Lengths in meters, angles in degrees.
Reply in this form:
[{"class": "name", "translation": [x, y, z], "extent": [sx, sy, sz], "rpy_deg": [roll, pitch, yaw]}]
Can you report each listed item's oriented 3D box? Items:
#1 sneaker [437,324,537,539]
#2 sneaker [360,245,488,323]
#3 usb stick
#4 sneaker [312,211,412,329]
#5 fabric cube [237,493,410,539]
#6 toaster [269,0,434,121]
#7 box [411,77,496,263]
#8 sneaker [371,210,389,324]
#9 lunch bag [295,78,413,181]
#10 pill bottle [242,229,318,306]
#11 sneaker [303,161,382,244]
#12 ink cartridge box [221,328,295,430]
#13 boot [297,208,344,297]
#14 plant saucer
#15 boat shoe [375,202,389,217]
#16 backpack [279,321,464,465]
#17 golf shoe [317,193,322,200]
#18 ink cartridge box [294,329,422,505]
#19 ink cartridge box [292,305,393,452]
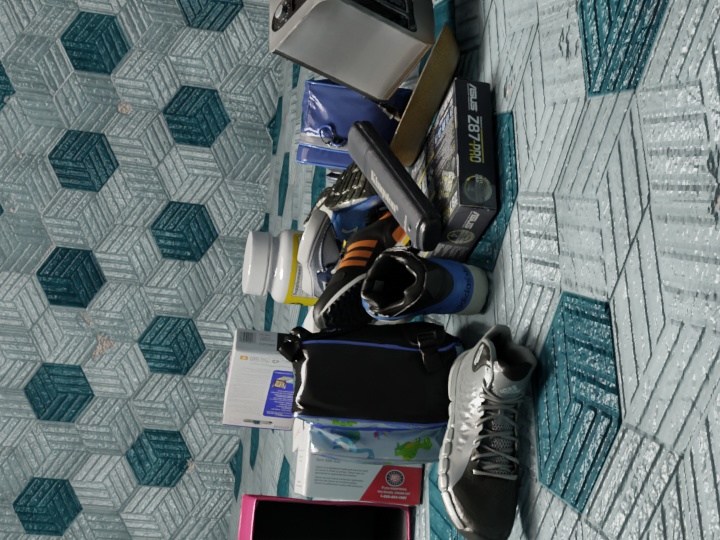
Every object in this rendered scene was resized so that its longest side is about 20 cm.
[{"class": "sneaker", "translation": [0.119, 0.136, 1.047], "extent": [0.116, 0.074, 0.201], "rpy_deg": [115, 159, -52]}, {"class": "sneaker", "translation": [0.035, 0.016, 1.266], "extent": [0.199, 0.111, 0.077], "rpy_deg": [1, 81, 56]}, {"class": "usb stick", "translation": [0.036, -0.098, 1.311], "extent": [0.200, 0.032, 0.056], "rpy_deg": [-123, 32, -42]}, {"class": "sneaker", "translation": [0.000, 0.000, 1.422], "extent": [0.090, 0.200, 0.070], "rpy_deg": [27, 146, 37]}, {"class": "fabric cube", "translation": [-0.055, 0.388, 1.472], "extent": [0.199, 0.198, 0.198], "rpy_deg": [135, 140, -75]}, {"class": "toaster", "translation": [-0.008, -0.315, 1.419], "extent": [0.119, 0.199, 0.182], "rpy_deg": [-43, 36, 40]}, {"class": "box", "translation": [0.101, -0.094, 1.321], "extent": [0.200, 0.049, 0.162], "rpy_deg": [116, 159, -61]}, {"class": "sneaker", "translation": [0.028, 0.006, 1.499], "extent": [0.201, 0.073, 0.071], "rpy_deg": [-56, -16, -21]}, {"class": "lunch bag", "translation": [-0.008, -0.190, 1.608], "extent": [0.200, 0.135, 0.134], "rpy_deg": [-33, -49, -72]}, {"class": "pill bottle", "translation": [-0.075, -0.002, 1.774], "extent": [0.114, 0.198, 0.115], "rpy_deg": [-173, 90, -79]}, {"class": "sneaker", "translation": [-0.001, -0.082, 1.533], "extent": [0.079, 0.089, 0.200], "rpy_deg": [-62, 12, -20]}, {"class": "ink cartridge box", "translation": [-0.117, 0.139, 1.444], "extent": [0.201, 0.094, 0.037], "rpy_deg": [107, 167, -53]}, {"class": "boot", "translation": [-0.027, -0.011, 1.529], "extent": [0.200, 0.090, 0.073], "rpy_deg": [89, -156, -69]}, {"class": "plant saucer", "translation": [0.077, -0.200, 1.413], "extent": [0.200, 0.035, 0.202], "rpy_deg": [-155, 90, -89]}, {"class": "boat shoe", "translation": [0.033, -0.072, 1.628], "extent": [0.066, 0.073, 0.201], "rpy_deg": [115, 149, -48]}, {"class": "backpack", "translation": [0.023, 0.128, 1.234], "extent": [0.200, 0.181, 0.148], "rpy_deg": [-11, -78, -80]}, {"class": "golf shoe", "translation": [0.008, -0.052, 1.693], "extent": [0.201, 0.088, 0.077], "rpy_deg": [62, -173, 30]}, {"class": "ink cartridge box", "translation": [0.002, 0.179, 1.425], "extent": [0.084, 0.143, 0.202], "rpy_deg": [145, 131, -76]}, {"class": "ink cartridge box", "translation": [-0.020, 0.167, 1.595], "extent": [0.129, 0.124, 0.202], "rpy_deg": [123, 150, -67]}]
